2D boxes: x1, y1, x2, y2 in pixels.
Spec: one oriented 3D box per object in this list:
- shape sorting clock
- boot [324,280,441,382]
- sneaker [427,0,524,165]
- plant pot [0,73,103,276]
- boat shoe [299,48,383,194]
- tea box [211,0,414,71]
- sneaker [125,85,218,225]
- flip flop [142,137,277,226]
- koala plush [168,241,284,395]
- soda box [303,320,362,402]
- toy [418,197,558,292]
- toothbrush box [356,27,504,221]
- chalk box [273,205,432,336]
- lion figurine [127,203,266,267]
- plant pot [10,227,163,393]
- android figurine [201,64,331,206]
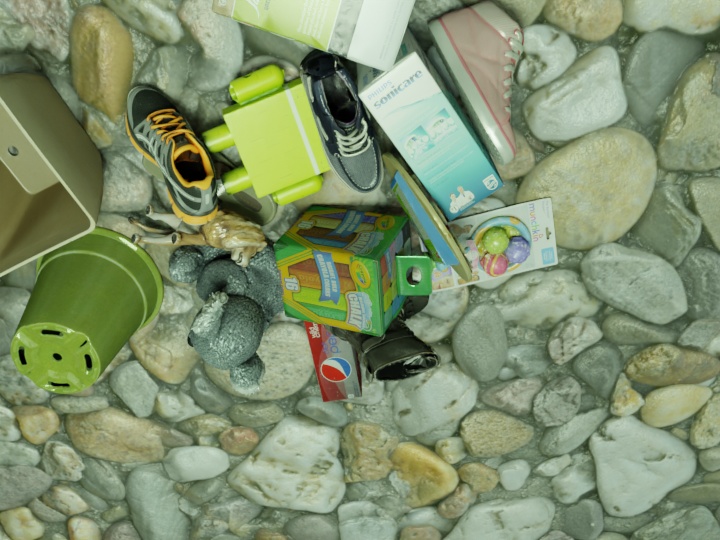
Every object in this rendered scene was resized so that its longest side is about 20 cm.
[{"bbox_3d":[0.089,-0.071,0.914,0.039,0.200,0.201,-30,118,1],"label":"shape sorting clock"},{"bbox_3d":[0.058,0.092,0.996,0.198,0.174,0.070,-17,121,-28],"label":"boot"},{"bbox_3d":[0.166,-0.235,0.839,0.104,0.075,0.202,-25,78,6],"label":"sneaker"},{"bbox_3d":[-0.446,-0.138,0.889,0.198,0.178,0.201,-23,120,14],"label":"plant pot"},{"bbox_3d":[-0.017,-0.171,0.872,0.074,0.093,0.202,-27,120,1],"label":"boat shoe"},{"bbox_3d":[-0.038,-0.334,0.749,0.194,0.201,0.135,17,121,-8],"label":"tea box"},{"bbox_3d":[-0.235,-0.160,0.889,0.201,0.078,0.077,57,152,10],"label":"sneaker"},{"bbox_3d":[-0.207,-0.118,0.968,0.199,0.058,0.081,32,117,-17],"label":"flip flop"},{"bbox_3d":[-0.182,0.062,0.996,0.181,0.201,0.179,-16,120,10],"label":"koala plush"},{"bbox_3d":[-0.045,0.110,1.104,0.069,0.064,0.202,-7,121,4],"label":"soda box"},{"bbox_3d":[0.191,-0.026,1.025,0.197,0.047,0.116,-12,123,9],"label":"toy"},{"bbox_3d":[0.084,-0.186,0.870,0.085,0.147,0.200,-33,115,17],"label":"toothbrush box"},{"bbox_3d":[0.000,0.000,0.961,0.197,0.124,0.126,9,125,23],"label":"chalk box"},{"bbox_3d":[-0.231,-0.057,0.982,0.122,0.198,0.074,4,98,-47],"label":"lion figurine"},{"bbox_3d":[-0.407,0.070,1.011,0.197,0.191,0.203,0,122,0],"label":"plant pot"},{"bbox_3d":[-0.103,-0.178,0.924,0.198,0.041,0.184,-24,120,-3],"label":"android figurine"}]
